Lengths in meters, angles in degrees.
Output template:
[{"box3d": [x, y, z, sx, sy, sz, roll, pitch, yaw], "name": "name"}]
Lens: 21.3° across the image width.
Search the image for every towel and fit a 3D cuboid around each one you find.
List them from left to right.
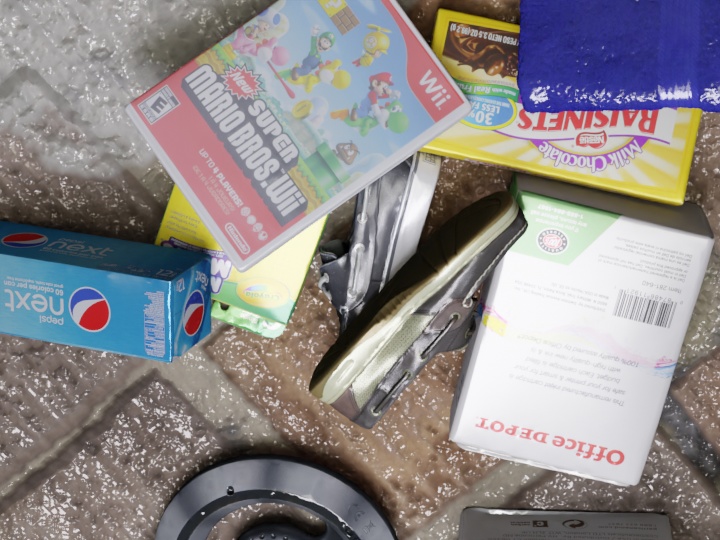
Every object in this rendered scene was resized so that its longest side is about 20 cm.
[{"box3d": [0.208, -0.178, 1.309, 0.200, 0.050, 0.148, 1, 82, 18], "name": "towel"}]

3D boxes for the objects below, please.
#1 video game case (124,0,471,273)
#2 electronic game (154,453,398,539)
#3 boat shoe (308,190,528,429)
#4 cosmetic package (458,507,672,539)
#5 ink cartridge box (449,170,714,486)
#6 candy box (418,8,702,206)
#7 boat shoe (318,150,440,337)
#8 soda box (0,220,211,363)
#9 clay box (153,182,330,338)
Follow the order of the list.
[{"box3d": [-0.043, -0.112, 1.338, 0.200, 0.017, 0.143, -35, 85, -4], "name": "video game case"}, {"box3d": [-0.064, 0.233, 1.501, 0.200, 0.042, 0.200, 4, 114, 9], "name": "electronic game"}, {"box3d": [0.050, 0.030, 1.345, 0.066, 0.072, 0.201, 41, 104, -15], "name": "boat shoe"}, {"box3d": [0.153, 0.305, 1.449, 0.167, 0.166, 0.200, 2, 108, 3], "name": "cosmetic package"}, {"box3d": [0.157, 0.040, 1.401, 0.145, 0.084, 0.200, 14, 108, -2], "name": "ink cartridge box"}, {"box3d": [0.142, -0.116, 1.364, 0.200, 0.026, 0.102, 12, 91, -1], "name": "candy box"}, {"box3d": [0.000, 0.000, 1.402, 0.068, 0.072, 0.200, 14, 106, -7], "name": "boat shoe"}, {"box3d": [-0.210, 0.012, 1.389, 0.200, 0.068, 0.064, 9, 111, 20], "name": "soda box"}, {"box3d": [-0.080, -0.048, 1.403, 0.115, 0.048, 0.200, 20, 107, -2], "name": "clay box"}]
